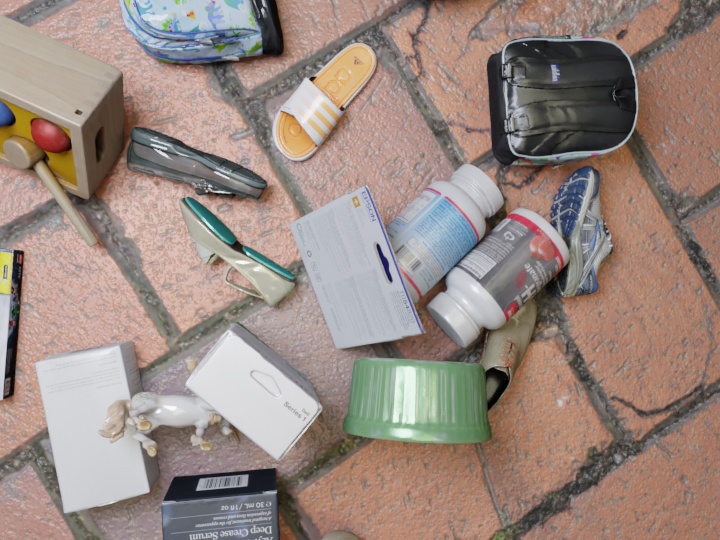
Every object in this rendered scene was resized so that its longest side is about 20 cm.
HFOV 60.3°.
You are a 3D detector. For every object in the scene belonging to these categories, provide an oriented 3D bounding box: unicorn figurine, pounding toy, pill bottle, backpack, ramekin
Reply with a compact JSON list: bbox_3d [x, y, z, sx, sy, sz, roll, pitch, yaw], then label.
[{"bbox_3d":[-0.222,0.188,0.791,0.199,0.137,0.074,23,90,-22],"label":"unicorn figurine"},{"bbox_3d":[-0.393,-0.166,0.785,0.183,0.200,0.143,24,58,-7],"label":"pounding toy"},{"bbox_3d":[0.194,0.014,0.895,0.200,0.111,0.111,-42,95,-7],"label":"pill bottle"},{"bbox_3d":[0.286,-0.239,0.892,0.199,0.151,0.179,-5,92,-1],"label":"backpack"},{"bbox_3d":[0.077,0.171,0.836,0.199,0.200,0.098,4,81,-8],"label":"ramekin"},{"bbox_3d":[0.106,-0.055,0.884,0.200,0.109,0.109,-43,95,-7],"label":"pill bottle"},{"bbox_3d":[-0.220,-0.360,0.837,0.199,0.154,0.164,-10,97,4],"label":"backpack"}]

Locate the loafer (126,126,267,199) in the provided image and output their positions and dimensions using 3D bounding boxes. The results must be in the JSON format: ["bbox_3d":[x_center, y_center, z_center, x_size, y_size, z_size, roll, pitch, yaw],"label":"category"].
[{"bbox_3d":[-0.229,-0.136,0.866,0.199,0.072,0.063,23,106,0],"label":"loafer"}]

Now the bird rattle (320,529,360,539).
[{"bbox_3d":[-0.040,0.438,0.836,0.200,0.112,0.164,34,52,-42],"label":"bird rattle"}]

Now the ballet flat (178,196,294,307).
[{"bbox_3d":[-0.184,-0.020,0.867,0.200,0.069,0.070,38,84,-6],"label":"ballet flat"}]

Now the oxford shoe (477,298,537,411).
[{"bbox_3d":[0.214,0.128,0.913,0.070,0.075,0.201,27,85,-7],"label":"oxford shoe"}]

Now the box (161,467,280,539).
[{"bbox_3d":[-0.182,0.386,0.835,0.148,0.107,0.201,-3,90,-9],"label":"box"}]

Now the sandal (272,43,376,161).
[{"bbox_3d":[-0.052,-0.253,0.889,0.079,0.059,0.207,38,84,-6],"label":"sandal"}]

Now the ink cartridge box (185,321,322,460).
[{"bbox_3d":[-0.135,0.146,0.799,0.145,0.200,0.084,40,83,-5],"label":"ink cartridge box"}]

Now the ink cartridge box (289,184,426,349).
[{"bbox_3d":[0.000,0.000,0.828,0.040,0.200,0.201,-22,93,-36],"label":"ink cartridge box"}]

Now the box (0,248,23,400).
[{"bbox_3d":[-0.533,0.067,0.824,0.136,0.038,0.201,4,88,-8],"label":"box"}]

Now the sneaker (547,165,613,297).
[{"bbox_3d":[0.340,-0.056,0.945,0.085,0.077,0.201,7,95,-18],"label":"sneaker"}]

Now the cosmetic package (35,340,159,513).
[{"bbox_3d":[-0.347,0.204,0.829,0.112,0.081,0.201,-10,91,-8],"label":"cosmetic package"}]
